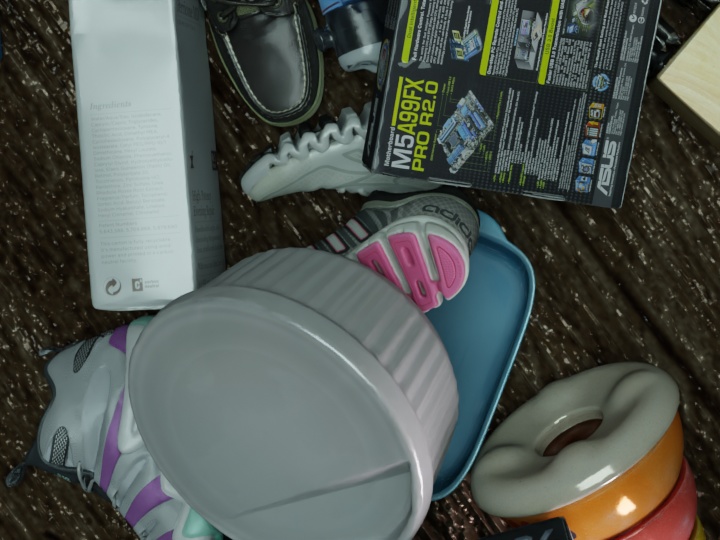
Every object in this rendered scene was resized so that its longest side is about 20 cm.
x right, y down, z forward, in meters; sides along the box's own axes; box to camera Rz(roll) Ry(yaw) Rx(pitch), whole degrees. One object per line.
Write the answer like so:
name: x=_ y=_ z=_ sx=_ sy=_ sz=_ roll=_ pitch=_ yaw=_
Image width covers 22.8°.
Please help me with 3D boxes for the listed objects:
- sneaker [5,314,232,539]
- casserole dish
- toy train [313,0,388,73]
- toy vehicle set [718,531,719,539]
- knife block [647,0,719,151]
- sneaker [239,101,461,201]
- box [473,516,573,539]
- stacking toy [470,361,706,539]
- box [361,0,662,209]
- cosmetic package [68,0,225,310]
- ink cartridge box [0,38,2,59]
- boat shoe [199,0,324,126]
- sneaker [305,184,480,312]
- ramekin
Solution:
sneaker: x=-0.165 y=0.138 z=1.175 sx=0.140 sy=0.078 sz=0.200 roll=-12 pitch=82 yaw=5
casserole dish: x=0.043 y=0.055 z=1.160 sx=0.121 sy=0.039 sz=0.200 roll=22 pitch=93 yaw=20
toy train: x=0.010 y=-0.216 z=1.134 sx=0.114 sy=0.087 sz=0.200 roll=-16 pitch=90 yaw=-3
toy vehicle set: x=0.275 y=0.090 z=1.117 sx=0.026 sy=0.124 sz=0.200 roll=17 pitch=94 yaw=3
knife block: x=0.223 y=-0.117 z=1.142 sx=0.175 sy=0.064 sz=0.200 roll=-3 pitch=93 yaw=4
sneaker: x=0.020 y=-0.074 z=1.155 sx=0.200 sy=0.075 sz=0.081 roll=-17 pitch=101 yaw=5
box: x=0.054 y=0.246 z=1.112 sx=0.200 sy=0.199 sz=0.050 roll=-16 pitch=48 yaw=4
stacking toy: x=0.175 y=0.172 z=1.139 sx=0.146 sy=0.146 sz=0.200 roll=-31 pitch=106 yaw=4
box: x=0.096 y=-0.147 z=1.080 sx=0.160 sy=0.044 sz=0.200 roll=7 pitch=101 yaw=-9
cosmetic package: x=-0.135 y=-0.078 z=1.145 sx=0.074 sy=0.102 sz=0.200 roll=-3 pitch=94 yaw=7
ink cartridge box: x=-0.281 y=-0.236 z=1.140 sx=0.067 sy=0.116 sz=0.200 roll=-3 pitch=92 yaw=4
boat shoe: x=-0.078 y=-0.189 z=1.153 sx=0.073 sy=0.065 sz=0.200 roll=-19 pitch=89 yaw=12
sneaker: x=0.000 y=0.000 z=1.125 sx=0.200 sy=0.087 sz=0.074 roll=-24 pitch=108 yaw=39
ramekin: x=-0.033 y=0.078 z=1.076 sx=0.202 sy=0.094 sz=0.203 roll=17 pitch=130 yaw=21
